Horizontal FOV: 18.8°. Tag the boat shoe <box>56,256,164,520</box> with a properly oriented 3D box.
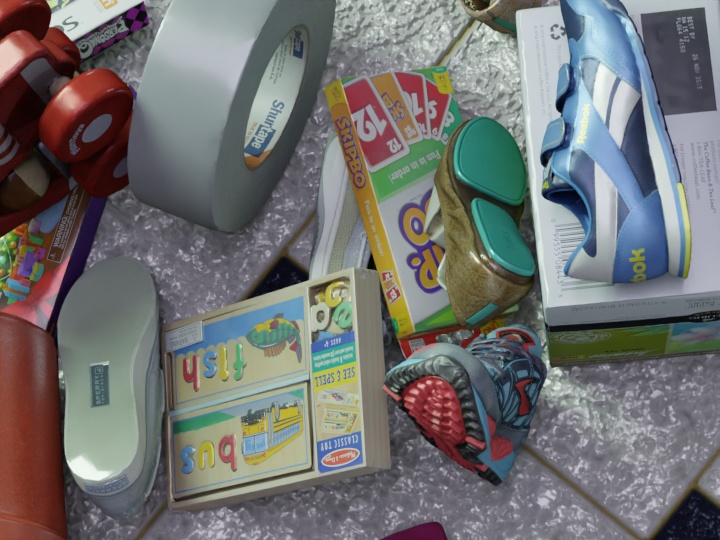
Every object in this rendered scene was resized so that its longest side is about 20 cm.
[{"bbox_3d":[-0.171,0.083,1.507,0.070,0.072,0.201,-6,50,4],"label":"boat shoe"}]

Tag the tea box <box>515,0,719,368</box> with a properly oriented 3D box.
[{"bbox_3d":[0.178,-0.054,1.431,0.133,0.197,0.201,-5,75,6],"label":"tea box"}]

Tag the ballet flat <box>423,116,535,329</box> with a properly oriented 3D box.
[{"bbox_3d":[0.075,-0.028,1.439,0.068,0.200,0.072,26,119,-20],"label":"ballet flat"}]

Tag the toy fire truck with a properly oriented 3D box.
[{"bbox_3d":[-0.238,-0.084,1.452,0.168,0.200,0.112,-42,74,-5],"label":"toy fire truck"}]

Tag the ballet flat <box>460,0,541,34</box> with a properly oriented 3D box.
[{"bbox_3d":[0.066,-0.260,1.555,0.068,0.067,0.200,-40,71,32],"label":"ballet flat"}]

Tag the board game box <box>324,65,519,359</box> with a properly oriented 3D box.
[{"bbox_3d":[0.045,-0.040,1.498,0.095,0.030,0.201,-10,82,-36],"label":"board game box"}]

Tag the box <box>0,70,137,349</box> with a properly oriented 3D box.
[{"bbox_3d":[-0.256,-0.055,1.572,0.136,0.039,0.201,15,79,11],"label":"box"}]

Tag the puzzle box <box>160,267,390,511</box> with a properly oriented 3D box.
[{"bbox_3d":[-0.061,0.084,1.461,0.200,0.025,0.134,-18,71,43],"label":"puzzle box"}]

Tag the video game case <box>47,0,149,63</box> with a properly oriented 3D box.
[{"bbox_3d":[-0.280,-0.212,1.586,0.181,0.036,0.200,-31,65,-11],"label":"video game case"}]

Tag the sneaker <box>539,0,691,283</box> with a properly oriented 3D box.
[{"bbox_3d":[0.141,-0.085,1.304,0.082,0.074,0.201,-14,74,6],"label":"sneaker"}]

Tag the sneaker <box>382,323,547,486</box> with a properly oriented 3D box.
[{"bbox_3d":[0.075,0.069,1.415,0.079,0.200,0.096,30,80,16],"label":"sneaker"}]

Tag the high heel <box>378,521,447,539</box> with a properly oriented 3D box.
[{"bbox_3d":[-0.037,0.218,1.477,0.199,0.068,0.096,1,55,8],"label":"high heel"}]

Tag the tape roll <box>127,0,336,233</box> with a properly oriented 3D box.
[{"bbox_3d":[-0.085,-0.128,1.483,0.066,0.200,0.201,20,80,12],"label":"tape roll"}]

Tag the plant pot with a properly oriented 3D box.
[{"bbox_3d":[-0.281,0.138,1.460,0.200,0.201,0.196,-3,69,7],"label":"plant pot"}]

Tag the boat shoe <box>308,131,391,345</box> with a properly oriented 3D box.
[{"bbox_3d":[0.000,0.000,1.508,0.064,0.074,0.203,3,68,6],"label":"boat shoe"}]
